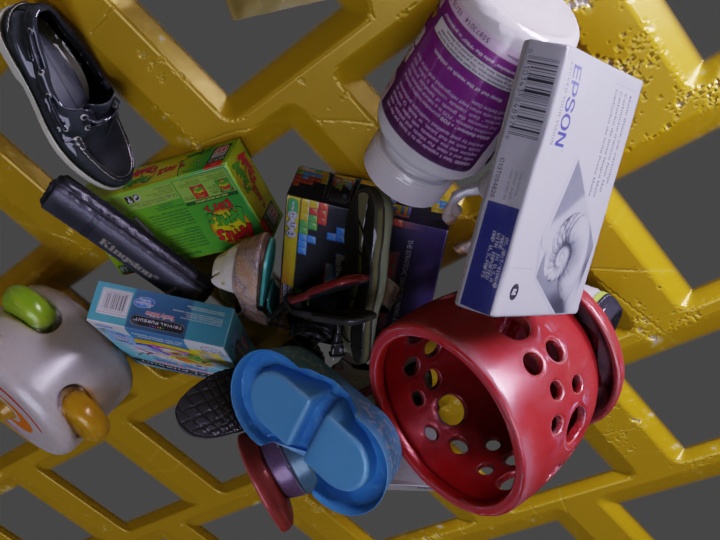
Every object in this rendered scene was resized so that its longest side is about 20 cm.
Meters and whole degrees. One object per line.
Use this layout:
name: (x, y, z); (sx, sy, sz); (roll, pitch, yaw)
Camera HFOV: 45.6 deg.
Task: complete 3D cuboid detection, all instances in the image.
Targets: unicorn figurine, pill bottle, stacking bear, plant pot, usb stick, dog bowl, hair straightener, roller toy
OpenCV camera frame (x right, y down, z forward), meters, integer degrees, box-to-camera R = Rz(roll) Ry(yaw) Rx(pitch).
unicorn figurine: (0.142, -0.061, 0.782); (0.199, 0.074, 0.137); (-8, 153, -41)
pill bottle: (0.082, -0.149, 0.720); (0.112, 0.113, 0.200); (28, 131, -10)
stacking bear: (-0.036, 0.202, 1.033); (0.199, 0.122, 0.114); (-26, 129, -3)
plant pot: (0.135, 0.104, 0.831); (0.200, 0.182, 0.201); (30, 134, 36)
usb stick: (-0.244, -0.028, 0.904); (0.200, 0.033, 0.055); (38, 134, -19)
dog bowl: (-0.042, 0.153, 0.864); (0.200, 0.050, 0.112); (37, 120, 19)
hair straightener: (-0.044, 0.054, 0.849); (0.200, 0.041, 0.077); (-15, 86, 57)
roller toy: (-0.381, 0.126, 1.032); (0.200, 0.140, 0.182); (47, 148, -9)

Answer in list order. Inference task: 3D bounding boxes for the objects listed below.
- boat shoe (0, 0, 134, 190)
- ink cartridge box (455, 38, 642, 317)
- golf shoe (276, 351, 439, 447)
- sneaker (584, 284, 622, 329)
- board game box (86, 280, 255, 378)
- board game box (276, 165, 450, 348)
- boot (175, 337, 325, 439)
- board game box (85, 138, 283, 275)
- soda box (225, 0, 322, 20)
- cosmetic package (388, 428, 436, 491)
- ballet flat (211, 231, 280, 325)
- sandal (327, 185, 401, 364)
boat shoe: (-0.269, -0.167, 0.826); (0.066, 0.075, 0.200); (-6, 120, 35)
ink cartridge box: (0.164, -0.062, 0.677); (0.040, 0.199, 0.201); (21, 103, 35)
golf shoe: (-0.017, 0.138, 0.942); (0.199, 0.073, 0.093); (-16, 85, 9)
sneaker: (0.220, 0.080, 0.932); (0.083, 0.072, 0.201); (33, 139, 24)
board game box: (-0.206, 0.079, 0.982); (0.150, 0.047, 0.200); (12, 161, 5)
board game box: (0.000, 0.000, 0.912); (0.164, 0.057, 0.201); (13, 133, 5)
boot: (-0.135, 0.157, 0.980); (0.070, 0.199, 0.132); (57, 139, 14)
board game box: (-0.195, -0.064, 0.913); (0.199, 0.048, 0.102); (-11, 127, 24)
soda box: (-0.018, -0.259, 0.680); (0.199, 0.068, 0.064); (-7, 129, 20)
cosmetic package: (0.004, 0.236, 1.095); (0.199, 0.083, 0.051); (-2, 160, 18)
ballet flat: (-0.122, 0.012, 0.906); (0.067, 0.068, 0.200); (11, 157, 2)
sandal: (0.014, 0.011, 0.835); (0.057, 0.080, 0.202); (-9, 131, -28)
